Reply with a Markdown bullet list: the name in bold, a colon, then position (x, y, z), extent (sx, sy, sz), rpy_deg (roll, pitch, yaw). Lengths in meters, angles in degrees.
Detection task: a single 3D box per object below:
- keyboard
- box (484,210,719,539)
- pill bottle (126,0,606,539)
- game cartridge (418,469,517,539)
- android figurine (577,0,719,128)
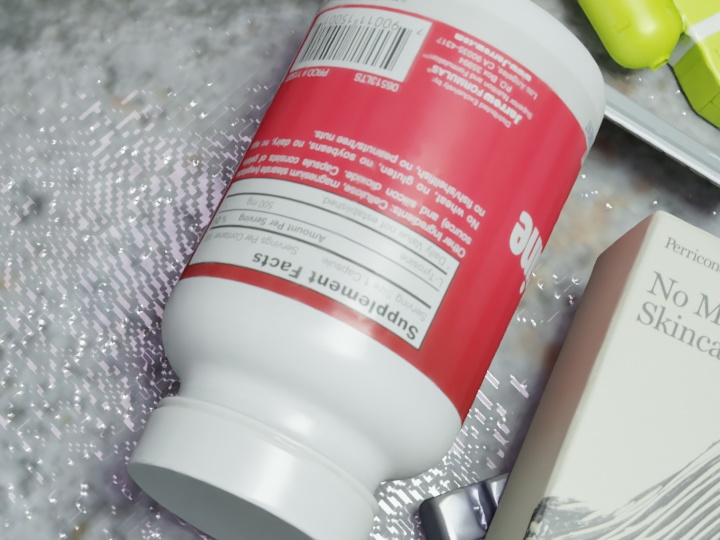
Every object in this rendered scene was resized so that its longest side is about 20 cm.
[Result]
- **keyboard**: position (0.065, -0.080, 0.818), extent (0.200, 0.056, 0.011), rpy_deg (31, 105, -2)
- **box**: position (0.092, 0.088, 0.738), extent (0.082, 0.068, 0.201), rpy_deg (24, 72, -5)
- **pill bottle**: position (0.000, 0.000, 0.752), extent (0.112, 0.112, 0.201), rpy_deg (27, 72, -4)
- **game cartridge**: position (0.133, 0.117, 0.792), extent (0.199, 0.038, 0.130), rpy_deg (-16, 83, -15)
- **android figurine**: position (0.165, -0.137, 0.862), extent (0.182, 0.041, 0.201), rpy_deg (-24, 80, -17)
